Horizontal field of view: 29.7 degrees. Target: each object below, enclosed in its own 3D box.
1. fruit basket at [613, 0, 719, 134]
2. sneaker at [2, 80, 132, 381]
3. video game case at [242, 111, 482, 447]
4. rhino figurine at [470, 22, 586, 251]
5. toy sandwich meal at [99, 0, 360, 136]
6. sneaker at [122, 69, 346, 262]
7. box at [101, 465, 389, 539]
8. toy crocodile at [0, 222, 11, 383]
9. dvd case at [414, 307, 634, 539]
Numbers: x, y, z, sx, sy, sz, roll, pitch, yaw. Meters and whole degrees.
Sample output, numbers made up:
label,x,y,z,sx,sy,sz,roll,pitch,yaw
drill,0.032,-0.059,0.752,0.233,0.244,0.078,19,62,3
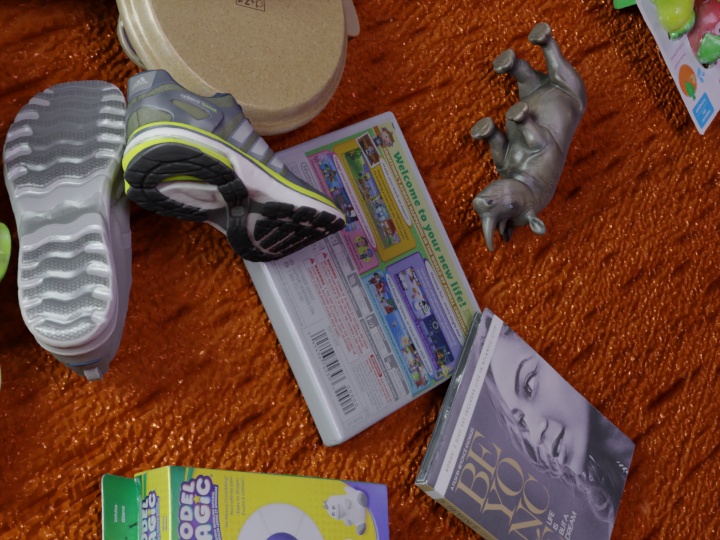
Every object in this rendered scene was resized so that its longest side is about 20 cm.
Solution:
label,x,y,z,sx,sy,sz,roll,pitch,yaw
fruit basket,0.324,-0.262,1.306,0.201,0.093,0.185,55,48,-16
sneaker,-0.174,-0.027,0.817,0.074,0.082,0.201,-2,57,-1
video game case,0.000,0.000,0.979,0.181,0.022,0.201,-25,91,-43
rhino figurine,0.135,-0.098,1.104,0.087,0.059,0.201,43,54,-35
toy sandwich meal,-0.091,-0.181,0.937,0.204,0.070,0.207,12,69,-35
sneaker,-0.075,-0.066,0.853,0.200,0.073,0.082,31,41,-55
box,-0.068,0.184,0.839,0.199,0.048,0.118,10,68,-37
toy crocodile,-0.228,0.022,0.746,0.067,0.062,0.202,13,67,-37
dvd case,0.132,0.145,1.029,0.200,0.016,0.150,41,56,-29
